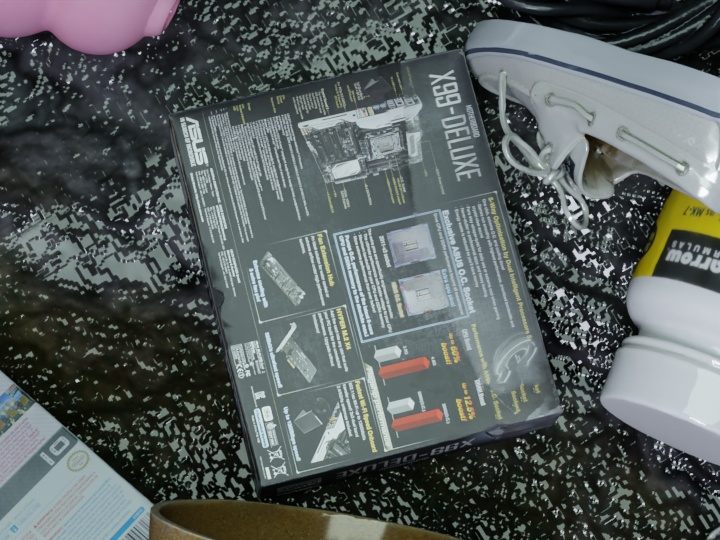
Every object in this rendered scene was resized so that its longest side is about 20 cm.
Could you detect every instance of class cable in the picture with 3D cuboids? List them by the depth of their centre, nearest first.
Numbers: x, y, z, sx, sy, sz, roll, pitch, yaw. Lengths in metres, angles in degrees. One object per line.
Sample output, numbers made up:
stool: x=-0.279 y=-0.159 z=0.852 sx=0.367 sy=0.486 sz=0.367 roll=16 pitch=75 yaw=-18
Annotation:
cable: x=0.135 y=-0.183 z=1.019 sx=0.163 sy=0.051 sz=0.200 roll=-39 pitch=107 yaw=12

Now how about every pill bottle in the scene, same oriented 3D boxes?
pill bottle: x=0.200 y=-0.007 z=1.005 sx=0.114 sy=0.114 sz=0.200 roll=23 pitch=80 yaw=6

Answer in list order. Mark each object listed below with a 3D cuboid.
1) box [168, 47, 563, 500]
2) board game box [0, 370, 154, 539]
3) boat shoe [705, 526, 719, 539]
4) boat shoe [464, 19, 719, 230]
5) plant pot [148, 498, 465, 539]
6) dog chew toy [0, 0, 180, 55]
box: x=0.000 y=0.000 z=1.035 sx=0.157 sy=0.050 sz=0.200 roll=-14 pitch=78 yaw=-7
board game box: x=-0.212 y=0.122 z=0.995 sx=0.200 sy=0.064 sz=0.148 roll=41 pitch=63 yaw=7
boat shoe: x=0.203 y=0.150 z=1.000 sx=0.200 sy=0.060 sz=0.074 roll=-22 pitch=78 yaw=-3
boat shoe: x=0.114 y=-0.065 z=1.004 sx=0.202 sy=0.075 sz=0.086 roll=24 pitch=90 yaw=46
plant pot: x=-0.021 y=0.222 z=0.945 sx=0.186 sy=0.186 sz=0.200 roll=9 pitch=91 yaw=3
dog chew toy: x=-0.187 y=-0.178 z=1.051 sx=0.200 sy=0.125 sz=0.125 roll=27 pitch=80 yaw=-1
